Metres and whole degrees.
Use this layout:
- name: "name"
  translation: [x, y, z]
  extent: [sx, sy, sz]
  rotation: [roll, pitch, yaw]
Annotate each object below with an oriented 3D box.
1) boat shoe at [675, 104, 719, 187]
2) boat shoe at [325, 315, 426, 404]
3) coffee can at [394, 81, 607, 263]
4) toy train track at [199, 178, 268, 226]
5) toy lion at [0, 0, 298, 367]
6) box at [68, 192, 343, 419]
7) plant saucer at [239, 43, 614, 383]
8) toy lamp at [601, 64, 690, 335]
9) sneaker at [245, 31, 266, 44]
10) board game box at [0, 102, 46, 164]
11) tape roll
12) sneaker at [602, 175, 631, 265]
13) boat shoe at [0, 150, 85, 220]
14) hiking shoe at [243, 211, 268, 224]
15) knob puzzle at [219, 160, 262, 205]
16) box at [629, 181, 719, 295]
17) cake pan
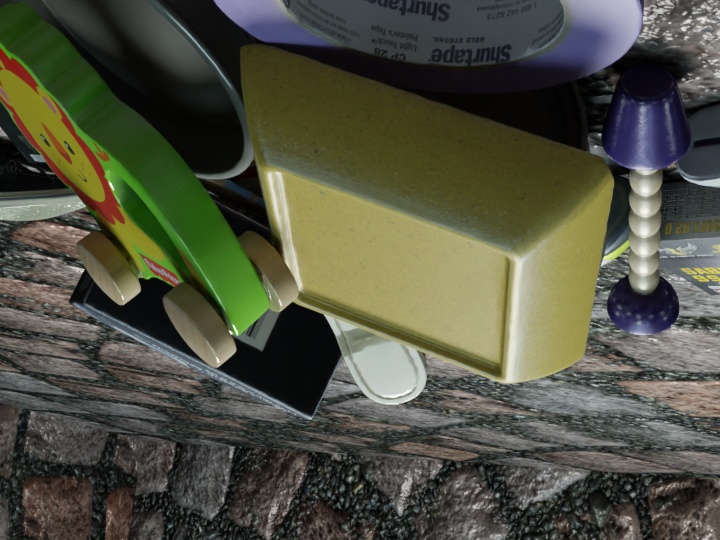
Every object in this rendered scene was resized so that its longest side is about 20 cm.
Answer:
- name: "boat shoe"
  translation: [0.287, -0.078, 0.861]
  extent: [0.070, 0.073, 0.199]
  rotation: [8, 180, -36]
- name: "boat shoe"
  translation: [0.000, 0.000, 0.995]
  extent: [0.071, 0.060, 0.202]
  rotation: [-15, 120, 12]
- name: "coffee can"
  translation: [0.081, -0.051, 0.901]
  extent: [0.144, 0.149, 0.200]
  rotation: [5, 166, 15]
- name: "toy train track"
  translation: [-0.068, -0.056, 1.084]
  extent: [0.114, 0.033, 0.199]
  rotation: [0, 161, 43]
- name: "toy lion"
  translation: [-0.140, -0.059, 0.780]
  extent: [0.199, 0.068, 0.193]
  rotation: [26, 150, 53]
- name: "box"
  translation: [-0.117, 0.020, 1.117]
  extent: [0.195, 0.119, 0.200]
  rotation: [28, 173, -13]
- name: "plant saucer"
  translation: [0.025, -0.014, 0.740]
  extent: [0.198, 0.049, 0.201]
  rotation: [21, 153, 15]
- name: "toy lamp"
  translation: [0.184, -0.044, 0.912]
  extent: [0.057, 0.059, 0.202]
  rotation: [5, 136, 13]
- name: "sneaker"
  translation: [-0.088, -0.120, 0.886]
  extent: [0.111, 0.072, 0.200]
  rotation: [3, 168, 8]
- name: "board game box"
  translation: [-0.209, -0.118, 1.055]
  extent: [0.133, 0.029, 0.200]
  rotation: [6, 166, 3]
- name: "tape roll"
  translation: [0.032, -0.156, 0.632]
  extent: [0.197, 0.086, 0.200]
  rotation: [7, 166, 2]
- name: "sneaker"
  translation: [0.117, -0.036, 1.063]
  extent: [0.197, 0.075, 0.081]
  rotation: [-10, 162, 20]
- name: "boat shoe"
  translation: [-0.317, -0.078, 1.227]
  extent: [0.198, 0.063, 0.074]
  rotation: [-1, 169, -35]
- name: "hiking shoe"
  translation: [-0.032, -0.015, 1.274]
  extent: [0.197, 0.076, 0.086]
  rotation: [0, 164, 31]
- name: "knob puzzle"
  translation: [-0.030, -0.078, 1.103]
  extent: [0.216, 0.031, 0.220]
  rotation: [3, 165, 1]
- name: "box"
  translation: [0.324, -0.026, 1.068]
  extent: [0.198, 0.049, 0.158]
  rotation: [-3, 163, 39]
- name: "cake pan"
  translation: [-0.134, -0.131, 0.789]
  extent: [0.198, 0.037, 0.201]
  rotation: [29, 157, 13]
